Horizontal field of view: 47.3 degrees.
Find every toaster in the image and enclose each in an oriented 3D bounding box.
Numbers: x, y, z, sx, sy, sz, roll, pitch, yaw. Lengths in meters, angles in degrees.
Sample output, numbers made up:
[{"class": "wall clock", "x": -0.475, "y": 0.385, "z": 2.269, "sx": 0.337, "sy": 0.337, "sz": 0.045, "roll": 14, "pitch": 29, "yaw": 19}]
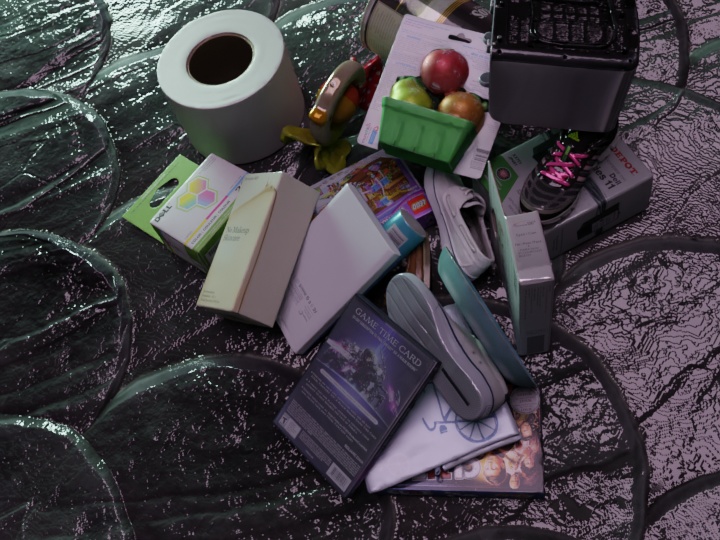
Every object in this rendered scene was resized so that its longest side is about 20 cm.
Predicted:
[{"class": "toaster", "x": 0.252, "y": -0.278, "z": 1.020, "sx": 0.200, "sy": 0.119, "sz": 0.181, "roll": 6, "pitch": 54, "yaw": 5}]

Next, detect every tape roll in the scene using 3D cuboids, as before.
[{"class": "tape roll", "x": -0.199, "y": -0.287, "z": 1.294, "sx": 0.202, "sy": 0.139, "sz": 0.203, "roll": -5, "pitch": 60, "yaw": 9}]

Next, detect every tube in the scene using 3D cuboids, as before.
[{"class": "tube", "x": 0.000, "y": 0.000, "z": 1.116, "sx": 0.200, "sy": 0.050, "sz": 0.078, "roll": -41, "pitch": 52, "yaw": 18}]

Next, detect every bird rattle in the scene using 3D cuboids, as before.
[{"class": "bird rattle", "x": -0.024, "y": -0.247, "z": 1.234, "sx": 0.113, "sy": 0.163, "sz": 0.200, "roll": 38, "pitch": 83, "yaw": 8}]

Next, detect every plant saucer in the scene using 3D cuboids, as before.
[{"class": "plant saucer", "x": 0.148, "y": 0.060, "z": 0.998, "sx": 0.027, "sy": 0.200, "sz": 0.200, "roll": -32, "pitch": 59, "yaw": 7}]

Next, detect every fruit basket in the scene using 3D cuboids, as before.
[{"class": "fruit basket", "x": 0.112, "y": -0.240, "z": 1.138, "sx": 0.185, "sy": 0.094, "sz": 0.200, "roll": 19, "pitch": 79, "yaw": 15}]

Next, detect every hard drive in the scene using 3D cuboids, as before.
[{"class": "hard drive", "x": -0.047, "y": -0.001, "z": 1.111, "sx": 0.200, "sy": 0.025, "sz": 0.132, "roll": -45, "pitch": 57, "yaw": 21}]

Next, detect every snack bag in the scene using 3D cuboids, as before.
[{"class": "snack bag", "x": 0.069, "y": 0.158, "z": 1.006, "sx": 0.200, "sy": 0.021, "sz": 0.189, "roll": -24, "pitch": 65, "yaw": 1}]

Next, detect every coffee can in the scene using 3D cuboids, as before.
[{"class": "coffee can", "x": 0.120, "y": -0.350, "z": 1.243, "sx": 0.200, "sy": 0.146, "sz": 0.146, "roll": 37, "pitch": 73, "yaw": 16}]

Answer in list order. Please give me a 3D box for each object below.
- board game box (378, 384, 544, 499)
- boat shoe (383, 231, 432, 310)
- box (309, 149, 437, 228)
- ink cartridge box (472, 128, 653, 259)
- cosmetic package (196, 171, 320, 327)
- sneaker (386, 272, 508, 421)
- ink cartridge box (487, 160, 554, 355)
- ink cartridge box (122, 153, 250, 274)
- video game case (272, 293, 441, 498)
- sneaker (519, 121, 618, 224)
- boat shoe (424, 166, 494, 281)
[{"class": "board game box", "x": 0.122, "y": 0.208, "z": 1.010, "sx": 0.200, "sy": 0.035, "sz": 0.136, "roll": -2, "pitch": 61, "yaw": 10}, {"class": "boat shoe", "x": 0.062, "y": 0.037, "z": 1.097, "sx": 0.068, "sy": 0.072, "sz": 0.200, "roll": -1, "pitch": 61, "yaw": 9}, {"class": "box", "x": -0.006, "y": -0.084, "z": 1.198, "sx": 0.200, "sy": 0.039, "sz": 0.137, "roll": -27, "pitch": 60, "yaw": -5}, {"class": "ink cartridge box", "x": 0.276, "y": -0.113, "z": 1.133, "sx": 0.200, "sy": 0.083, "sz": 0.147, "roll": -28, "pitch": 60, "yaw": -6}, {"class": "cosmetic package", "x": -0.140, "y": -0.029, "z": 1.129, "sx": 0.103, "sy": 0.073, "sz": 0.200, "roll": 3, "pitch": 72, "yaw": 50}, {"class": "sneaker", "x": 0.101, "y": 0.089, "z": 0.981, "sx": 0.073, "sy": 0.071, "sz": 0.200, "roll": -45, "pitch": 65, "yaw": 35}, {"class": "ink cartridge box", "x": 0.198, "y": -0.014, "z": 1.024, "sx": 0.045, "sy": 0.200, "sz": 0.176, "roll": -10, "pitch": 60, "yaw": 5}, {"class": "ink cartridge box", "x": -0.259, "y": -0.105, "z": 1.239, "sx": 0.200, "sy": 0.076, "sz": 0.148, "roll": 30, "pitch": 70, "yaw": 23}, {"class": "video game case", "x": -0.009, "y": 0.149, "z": 0.990, "sx": 0.143, "sy": 0.019, "sz": 0.200, "roll": 39, "pitch": 102, "yaw": 32}, {"class": "sneaker", "x": 0.268, "y": -0.148, "z": 1.053, "sx": 0.074, "sy": 0.087, "sz": 0.200, "roll": 34, "pitch": 71, "yaw": 25}, {"class": "boat shoe", "x": 0.144, "y": -0.080, "z": 1.137, "sx": 0.065, "sy": 0.074, "sz": 0.200, "roll": -35, "pitch": 55, "yaw": 36}]
